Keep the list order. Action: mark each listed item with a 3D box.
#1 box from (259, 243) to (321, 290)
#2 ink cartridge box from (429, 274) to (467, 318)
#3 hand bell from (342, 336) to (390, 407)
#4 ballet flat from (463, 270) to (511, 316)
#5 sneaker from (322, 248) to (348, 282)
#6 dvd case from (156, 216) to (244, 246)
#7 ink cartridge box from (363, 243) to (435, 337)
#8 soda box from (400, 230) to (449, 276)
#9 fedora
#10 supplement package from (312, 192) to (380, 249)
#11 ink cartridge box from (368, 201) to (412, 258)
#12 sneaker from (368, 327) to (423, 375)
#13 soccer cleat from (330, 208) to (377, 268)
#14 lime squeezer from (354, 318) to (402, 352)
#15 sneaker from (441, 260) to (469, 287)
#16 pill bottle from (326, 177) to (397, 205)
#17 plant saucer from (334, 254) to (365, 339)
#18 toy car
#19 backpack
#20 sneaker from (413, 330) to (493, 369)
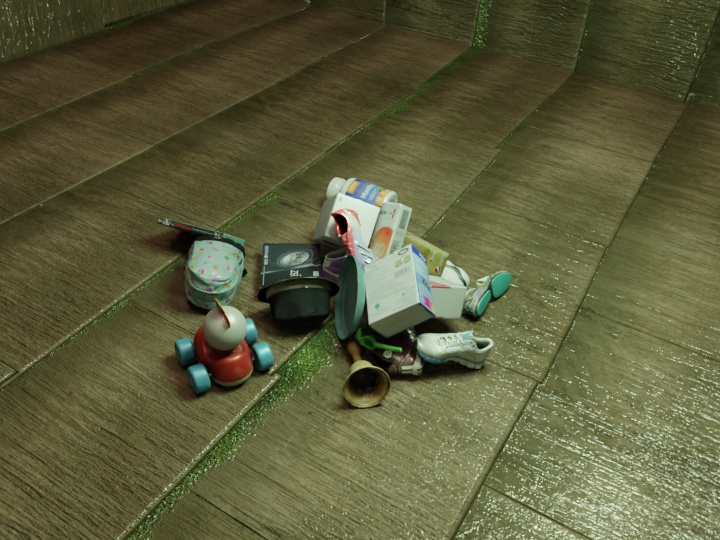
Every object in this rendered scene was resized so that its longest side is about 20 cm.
[{"bbox_3d":[-0.183,0.002,1.813,0.159,0.044,0.200,0,37,-5],"label":"box"},{"bbox_3d":[0.135,0.050,1.677,0.146,0.083,0.200,3,13,-44],"label":"ink cartridge box"},{"bbox_3d":[-0.006,0.208,1.550,0.104,0.105,0.200,-4,25,-11],"label":"hand bell"},{"bbox_3d":[0.321,0.051,1.788,0.072,0.072,0.200,26,41,26],"label":"ballet flat"},{"bbox_3d":[0.000,0.000,1.779,0.199,0.115,0.073,6,36,0],"label":"sneaker"},{"bbox_3d":[-0.434,-0.105,1.877,0.199,0.022,0.146,13,-2,13],"label":"dvd case"},{"bbox_3d":[0.085,0.033,1.559,0.136,0.076,0.201,-25,49,24],"label":"ink cartridge box"},{"bbox_3d":[0.139,-0.051,1.776,0.067,0.064,0.200,12,13,-34],"label":"soda box"},{"bbox_3d":[-0.145,0.083,1.649,0.199,0.201,0.092,-4,68,-12],"label":"fedora"},{"bbox_3d":[-0.043,-0.121,1.827,0.121,0.120,0.200,19,-6,-12],"label":"supplement package"},{"bbox_3d":[0.042,-0.103,1.827,0.050,0.163,0.200,17,-2,-38],"label":"ink cartridge box"},{"bbox_3d":[0.071,0.165,1.606,0.115,0.076,0.200,-7,38,-8],"label":"sneaker"},{"bbox_3d":[-0.016,-0.058,1.673,0.076,0.067,0.201,-6,74,-49],"label":"soccer cleat"},{"bbox_3d":[0.029,0.156,1.585,0.070,0.038,0.200,-4,20,-18],"label":"lime squeezer"},{"bbox_3d":[0.180,0.010,1.815,0.199,0.075,0.115,31,42,26],"label":"sneaker"},{"bbox_3d":[0.001,-0.212,2.058,0.199,0.113,0.112,22,40,20],"label":"pill bottle"},{"bbox_3d":[-0.023,0.064,1.626,0.027,0.201,0.201,5,36,-16],"label":"plant saucer"},{"bbox_3d":[-0.302,0.132,1.501,0.184,0.201,0.177,-16,42,-26],"label":"toy car"},{"bbox_3d":[-0.374,0.004,1.724,0.166,0.127,0.201,5,40,-5],"label":"backpack"},{"bbox_3d":[0.214,0.164,1.559,0.199,0.087,0.075,9,44,-26],"label":"sneaker"}]
